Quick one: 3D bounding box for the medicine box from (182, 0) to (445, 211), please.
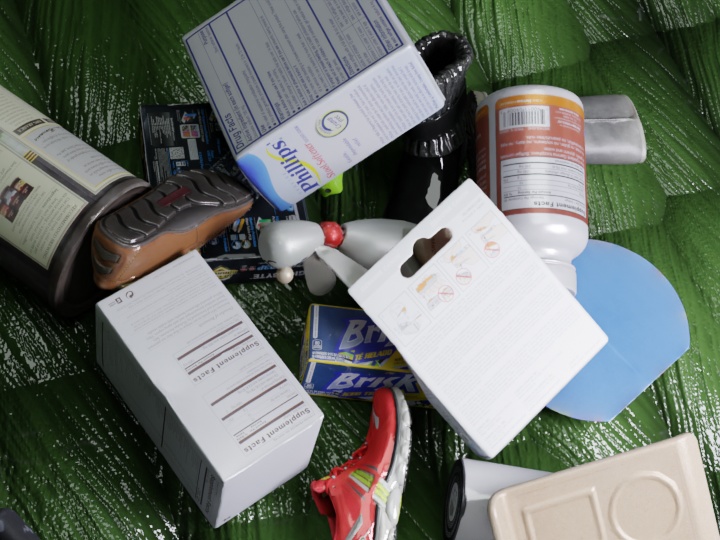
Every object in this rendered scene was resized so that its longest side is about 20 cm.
[{"bbox_3d":[-0.049,-0.195,1.211,0.199,0.103,0.183,-32,54,8],"label":"medicine box"}]

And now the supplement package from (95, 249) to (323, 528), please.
[{"bbox_3d":[-0.139,0.105,1.109,0.109,0.114,0.200,-30,69,-26],"label":"supplement package"}]

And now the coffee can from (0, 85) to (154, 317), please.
[{"bbox_3d":[-0.314,-0.072,1.166,0.199,0.147,0.147,34,57,11],"label":"coffee can"}]

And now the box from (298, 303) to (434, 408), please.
[{"bbox_3d":[0.042,0.086,1.187,0.197,0.070,0.065,7,56,-8],"label":"box"}]

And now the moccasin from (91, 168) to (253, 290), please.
[{"bbox_3d":[-0.173,-0.036,1.157,0.073,0.078,0.201,31,37,12],"label":"moccasin"}]

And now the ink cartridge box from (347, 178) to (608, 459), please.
[{"bbox_3d":[0.105,0.044,1.133,0.160,0.047,0.200,-42,92,-12],"label":"ink cartridge box"}]

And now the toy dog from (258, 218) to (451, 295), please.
[{"bbox_3d":[0.000,0.000,1.171,0.197,0.132,0.098,-2,91,-9],"label":"toy dog"}]

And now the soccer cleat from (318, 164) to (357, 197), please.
[{"bbox_3d":[-0.027,-0.154,1.335,0.067,0.082,0.201,-14,31,25],"label":"soccer cleat"}]

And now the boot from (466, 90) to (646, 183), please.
[{"bbox_3d":[0.220,-0.129,1.374,0.197,0.073,0.184,6,58,-16],"label":"boot"}]

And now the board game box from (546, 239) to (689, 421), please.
[{"bbox_3d":[0.233,0.067,1.259,0.199,0.039,0.158,-38,70,-19],"label":"board game box"}]

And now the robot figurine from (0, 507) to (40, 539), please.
[{"bbox_3d":[-0.303,0.274,0.953,0.199,0.151,0.124,37,44,24],"label":"robot figurine"}]

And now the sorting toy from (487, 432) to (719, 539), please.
[{"bbox_3d":[0.219,0.253,1.074,0.198,0.036,0.187,-16,97,-8],"label":"sorting toy"}]

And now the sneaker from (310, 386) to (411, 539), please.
[{"bbox_3d":[-0.001,0.189,1.109,0.084,0.077,0.202,10,57,2],"label":"sneaker"}]

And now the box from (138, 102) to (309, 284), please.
[{"bbox_3d":[-0.140,-0.083,1.271,0.157,0.046,0.202,-4,59,-15],"label":"box"}]

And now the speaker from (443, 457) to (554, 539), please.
[{"bbox_3d":[0.179,0.225,1.121,0.197,0.082,0.082,9,56,-6],"label":"speaker"}]

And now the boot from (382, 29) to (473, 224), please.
[{"bbox_3d":[0.068,-0.125,1.271,0.078,0.159,0.213,6,54,6],"label":"boot"}]

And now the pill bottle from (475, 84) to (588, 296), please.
[{"bbox_3d":[0.170,-0.072,1.236,0.111,0.112,0.203,4,75,-10],"label":"pill bottle"}]
